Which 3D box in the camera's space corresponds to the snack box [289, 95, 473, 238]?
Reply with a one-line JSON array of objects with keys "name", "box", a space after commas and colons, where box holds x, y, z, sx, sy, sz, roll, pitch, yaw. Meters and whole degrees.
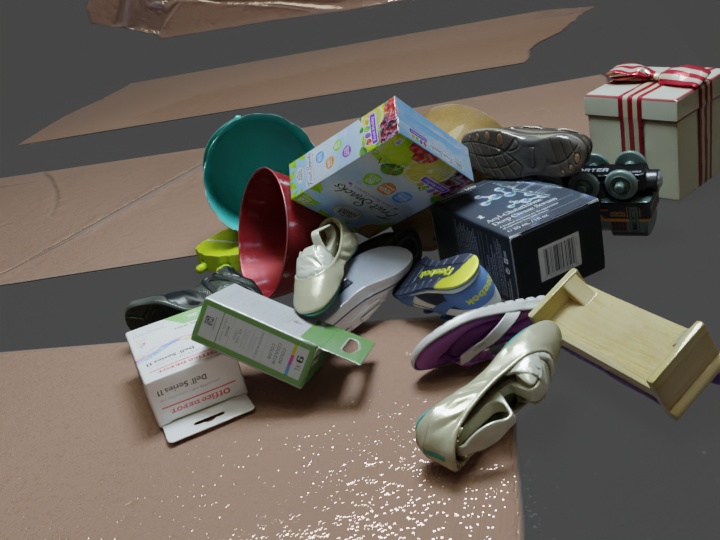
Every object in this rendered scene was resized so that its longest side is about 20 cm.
[{"name": "snack box", "box": [0.028, -0.135, 1.139, 0.200, 0.168, 0.068, -26, 55, 35]}]

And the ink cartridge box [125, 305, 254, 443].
[{"name": "ink cartridge box", "box": [-0.217, 0.124, 1.029, 0.117, 0.068, 0.200, -20, 26, -17]}]

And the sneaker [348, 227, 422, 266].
[{"name": "sneaker", "box": [0.000, 0.000, 1.198, 0.200, 0.076, 0.091, -27, 16, -35]}]

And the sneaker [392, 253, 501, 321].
[{"name": "sneaker", "box": [0.110, 0.030, 1.077, 0.074, 0.082, 0.200, -52, 19, -15]}]

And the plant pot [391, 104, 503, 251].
[{"name": "plant pot", "box": [0.129, -0.128, 1.294, 0.186, 0.187, 0.200, 4, 45, 32]}]

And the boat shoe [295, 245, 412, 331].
[{"name": "boat shoe", "box": [-0.007, 0.036, 1.108, 0.200, 0.066, 0.073, -32, 46, -27]}]

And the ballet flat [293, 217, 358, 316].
[{"name": "ballet flat", "box": [-0.053, -0.014, 1.068, 0.069, 0.070, 0.200, -6, 25, 15]}]

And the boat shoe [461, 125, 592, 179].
[{"name": "boat shoe", "box": [0.241, -0.172, 1.182, 0.199, 0.075, 0.073, 14, 27, 36]}]

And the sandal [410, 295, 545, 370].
[{"name": "sandal", "box": [0.156, 0.078, 0.950, 0.202, 0.083, 0.050, -19, 51, -11]}]

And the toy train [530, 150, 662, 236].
[{"name": "toy train", "box": [0.338, -0.107, 1.190, 0.199, 0.114, 0.085, 2, 34, 32]}]

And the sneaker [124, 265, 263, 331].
[{"name": "sneaker", "box": [-0.235, 0.050, 1.188, 0.198, 0.077, 0.114, -8, 24, 4]}]

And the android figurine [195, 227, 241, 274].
[{"name": "android figurine", "box": [-0.196, -0.041, 1.394, 0.181, 0.041, 0.200, 5, 28, 31]}]

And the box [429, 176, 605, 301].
[{"name": "box", "box": [0.215, -0.051, 1.141, 0.148, 0.108, 0.200, -23, 26, -20]}]

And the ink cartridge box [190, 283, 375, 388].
[{"name": "ink cartridge box", "box": [-0.090, 0.086, 0.986, 0.199, 0.060, 0.104, 22, 11, 7]}]

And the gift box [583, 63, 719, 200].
[{"name": "gift box", "box": [0.480, -0.242, 1.319, 0.184, 0.188, 0.200, 13, 37, 43]}]

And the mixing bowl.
[{"name": "mixing bowl", "box": [-0.102, -0.053, 1.232, 0.108, 0.201, 0.200, -1, 18, -28]}]

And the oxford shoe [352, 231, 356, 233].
[{"name": "oxford shoe", "box": [-0.001, -0.120, 1.334, 0.072, 0.085, 0.200, 9, -25, -21]}]

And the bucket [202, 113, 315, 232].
[{"name": "bucket", "box": [-0.167, -0.162, 1.367, 0.206, 0.208, 0.135, -16, 14, -6]}]

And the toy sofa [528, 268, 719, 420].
[{"name": "toy sofa", "box": [0.285, 0.082, 0.882, 0.083, 0.098, 0.200, -45, 33, -8]}]

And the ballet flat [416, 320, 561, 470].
[{"name": "ballet flat", "box": [0.146, 0.127, 0.822, 0.200, 0.070, 0.069, -38, 32, -16]}]
